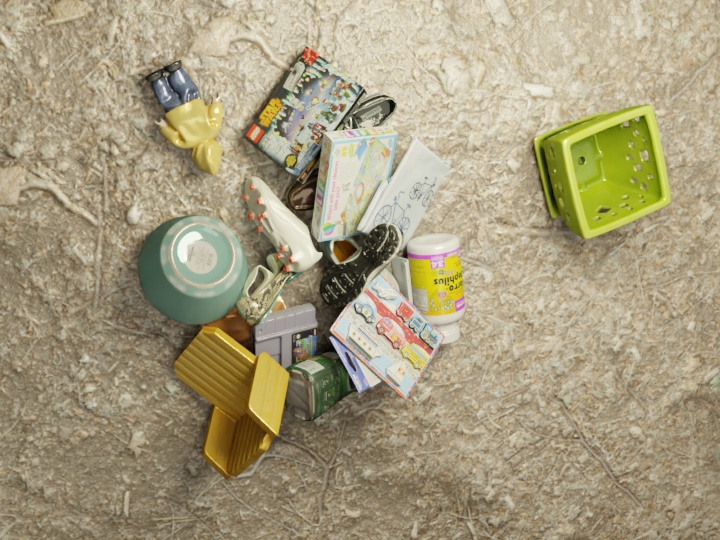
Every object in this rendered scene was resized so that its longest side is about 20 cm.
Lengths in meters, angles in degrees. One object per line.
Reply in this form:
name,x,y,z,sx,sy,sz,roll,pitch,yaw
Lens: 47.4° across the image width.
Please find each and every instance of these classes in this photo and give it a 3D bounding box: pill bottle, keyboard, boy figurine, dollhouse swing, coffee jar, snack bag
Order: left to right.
boy figurine,-0.293,-0.265,1.436,0.123,0.064,0.202,-30,109,-6
dollhouse swing,-0.255,0.237,1.475,0.174,0.183,0.200,28,133,-21
coffee jar,-0.055,0.199,1.552,0.199,0.084,0.106,-22,117,-49
keyboard,0.088,0.072,1.619,0.011,0.056,0.203,-14,107,-25
snack bag,0.084,-0.140,1.528,0.202,0.021,0.188,-61,152,5
pill bottle,0.150,0.036,1.601,0.103,0.104,0.203,-11,106,-12

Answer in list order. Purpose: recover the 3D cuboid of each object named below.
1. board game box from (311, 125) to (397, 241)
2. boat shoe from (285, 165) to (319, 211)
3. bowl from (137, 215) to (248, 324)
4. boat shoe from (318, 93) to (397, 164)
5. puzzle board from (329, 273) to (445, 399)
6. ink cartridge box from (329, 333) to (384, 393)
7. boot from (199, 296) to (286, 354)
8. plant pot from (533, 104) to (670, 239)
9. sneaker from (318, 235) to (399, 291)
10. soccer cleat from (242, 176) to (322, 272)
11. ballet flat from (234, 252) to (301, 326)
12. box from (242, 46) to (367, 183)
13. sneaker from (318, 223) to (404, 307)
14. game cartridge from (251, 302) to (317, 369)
board game box,-0.013,-0.154,1.463,0.133,0.034,0.202,-11,129,-29
boat shoe,-0.043,-0.165,1.518,0.200,0.075,0.076,-26,108,-7
bowl,-0.283,-0.015,1.434,0.198,0.105,0.204,6,73,-20
boat shoe,-0.018,-0.257,1.506,0.197,0.068,0.074,-29,108,-7
puzzle board,0.055,0.117,1.519,0.200,0.017,0.151,43,64,-15
ink cartridge box,0.022,0.150,1.549,0.199,0.042,0.121,-23,83,-50
boot,-0.216,0.085,1.530,0.154,0.077,0.202,-32,111,-4
plant pot,0.453,-0.199,1.584,0.197,0.181,0.202,-21,107,-8
sneaker,0.000,0.000,1.565,0.200,0.081,0.077,41,92,-19
soccer cleat,-0.145,-0.087,1.498,0.077,0.069,0.202,-24,76,-39
ballet flat,-0.159,0.015,1.496,0.075,0.068,0.200,48,50,-10
box,-0.099,-0.277,1.462,0.136,0.040,0.201,37,92,13
sneaker,0.007,-0.005,1.484,0.200,0.079,0.074,-42,80,17
game cartridge,-0.143,0.164,1.551,0.128,0.038,0.203,-11,123,-22
